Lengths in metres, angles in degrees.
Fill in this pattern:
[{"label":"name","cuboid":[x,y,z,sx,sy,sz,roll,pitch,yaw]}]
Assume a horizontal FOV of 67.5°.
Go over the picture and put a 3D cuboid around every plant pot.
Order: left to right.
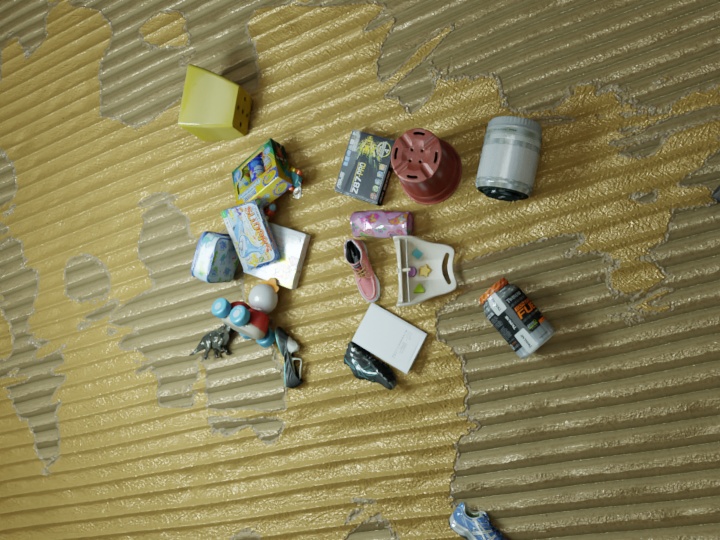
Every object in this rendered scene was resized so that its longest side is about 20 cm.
[{"label":"plant pot","cuboid":[-0.476,-0.550,1.819,0.172,0.200,0.206,11,90,9]},{"label":"plant pot","cuboid":[0.181,-0.308,1.553,0.196,0.195,0.207,-1,86,20]}]

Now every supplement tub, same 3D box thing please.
[{"label":"supplement tub","cuboid":[0.423,0.128,1.476,0.122,0.122,0.201,-42,75,13]}]

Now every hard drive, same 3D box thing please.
[{"label":"hard drive","cuboid":[0.088,0.204,1.634,0.197,0.026,0.134,28,86,20]}]

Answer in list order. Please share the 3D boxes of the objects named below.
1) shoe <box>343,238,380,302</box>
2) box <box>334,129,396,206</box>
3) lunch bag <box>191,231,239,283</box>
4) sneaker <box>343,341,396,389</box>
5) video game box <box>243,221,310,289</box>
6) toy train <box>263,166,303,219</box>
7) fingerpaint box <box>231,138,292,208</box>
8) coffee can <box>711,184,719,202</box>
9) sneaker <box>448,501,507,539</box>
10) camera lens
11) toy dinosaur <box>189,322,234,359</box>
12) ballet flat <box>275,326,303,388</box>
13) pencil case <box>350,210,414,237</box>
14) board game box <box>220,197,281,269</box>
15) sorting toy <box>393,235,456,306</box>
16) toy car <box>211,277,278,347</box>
[{"label":"shoe","cuboid":[0.000,0.000,1.655,0.070,0.091,0.205,-19,80,18]},{"label":"box","cuboid":[0.021,-0.323,1.690,0.158,0.049,0.205,20,94,23]},{"label":"lunch bag","cuboid":[-0.469,-0.045,1.774,0.081,0.200,0.165,19,95,13]},{"label":"sneaker","cuboid":[0.028,0.303,1.646,0.199,0.075,0.080,38,109,27]},{"label":"video game box","cuboid":[-0.278,-0.055,1.785,0.196,0.047,0.187,18,92,20]},{"label":"toy train","cuboid":[-0.251,-0.250,1.768,0.197,0.055,0.154,-20,64,32]},{"label":"fingerpaint box","cuboid":[-0.326,-0.301,1.760,0.198,0.073,0.170,-32,57,27]},{"label":"coffee can","cuboid":[0.974,-0.172,1.277,0.200,0.146,0.147,44,101,17]},{"label":"sneaker","cuboid":[0.344,0.723,1.493,0.197,0.075,0.079,25,99,18]},{"label":"camera lens","cuboid":[0.410,-0.302,1.486,0.156,0.159,0.205,12,91,20]},{"label":"toy dinosaur","cuboid":[-0.497,0.245,1.845,0.197,0.077,0.105,-24,67,22]},{"label":"ballet flat","cuboid":[-0.223,0.277,1.740,0.067,0.068,0.205,-11,92,9]},{"label":"pencil case","cuboid":[0.065,-0.139,1.648,0.195,0.087,0.090,2,87,21]},{"label":"board game box","cuboid":[-0.352,-0.116,1.734,0.132,0.035,0.204,-15,106,20]},{"label":"sorting toy","cuboid":[0.193,0.000,1.587,0.175,0.107,0.206,-4,85,12]},{"label":"toy car","cuboid":[-0.340,0.109,1.742,0.174,0.185,0.203,15,67,36]}]
